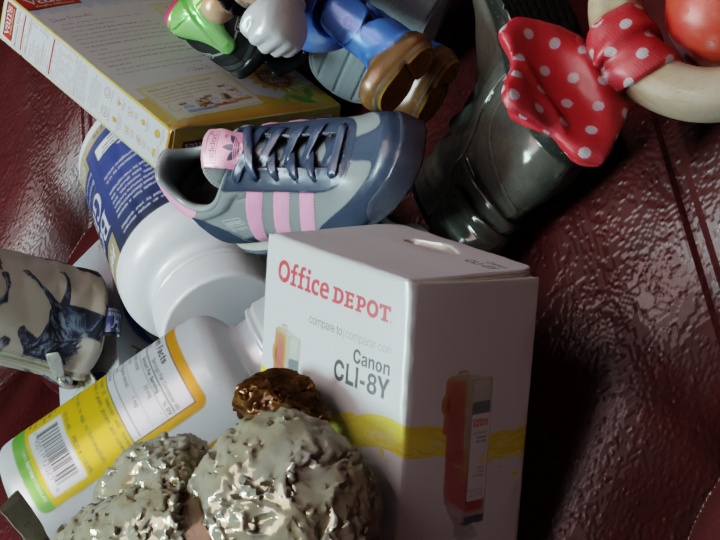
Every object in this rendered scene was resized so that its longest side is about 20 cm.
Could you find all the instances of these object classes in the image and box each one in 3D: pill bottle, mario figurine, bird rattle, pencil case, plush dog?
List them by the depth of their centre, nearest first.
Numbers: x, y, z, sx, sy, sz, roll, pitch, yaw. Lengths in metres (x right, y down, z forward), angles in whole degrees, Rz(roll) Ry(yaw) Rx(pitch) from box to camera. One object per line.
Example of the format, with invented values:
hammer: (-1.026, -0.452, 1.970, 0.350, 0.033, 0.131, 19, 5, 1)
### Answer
plush dog: (-0.067, 0.136, 1.001, 0.171, 0.160, 0.201, -33, 61, 17)
bird rattle: (0.163, -0.139, 1.051, 0.162, 0.113, 0.201, 14, 63, 22)
mario figurine: (-0.042, -0.149, 1.196, 0.106, 0.124, 0.200, -39, 64, -22)
pill bottle: (-0.105, 0.098, 1.216, 0.199, 0.111, 0.111, -34, 40, 3)
pencil case: (-0.255, 0.023, 1.299, 0.078, 0.199, 0.090, -54, 39, 31)
pill bottle: (-0.113, -0.023, 1.333, 0.111, 0.111, 0.200, -50, 37, 18)

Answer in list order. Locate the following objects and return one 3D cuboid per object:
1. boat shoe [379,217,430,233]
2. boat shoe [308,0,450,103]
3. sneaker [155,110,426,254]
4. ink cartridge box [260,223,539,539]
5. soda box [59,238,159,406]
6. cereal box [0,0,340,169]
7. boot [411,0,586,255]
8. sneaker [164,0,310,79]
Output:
boat shoe: (0.000, 0.000, 1.200, 0.201, 0.060, 0.072, -138, 41, -58)
boat shoe: (0.029, -0.172, 1.265, 0.067, 0.073, 0.200, -57, 7, -29)
sneaker: (-0.045, -0.056, 1.161, 0.200, 0.082, 0.071, -18, 53, 51)
ink cartridge box: (0.013, 0.086, 1.067, 0.145, 0.083, 0.201, 19, 108, 56)
soda box: (-0.160, 0.075, 1.371, 0.068, 0.063, 0.201, -40, 41, 30)
cereal box: (-0.128, -0.133, 1.352, 0.200, 0.143, 0.040, 39, 127, 37)
boot: (0.069, -0.095, 1.195, 0.131, 0.067, 0.201, -47, 37, 31)
sneaker: (-0.063, -0.169, 1.350, 0.077, 0.084, 0.200, -40, 3, 30)
